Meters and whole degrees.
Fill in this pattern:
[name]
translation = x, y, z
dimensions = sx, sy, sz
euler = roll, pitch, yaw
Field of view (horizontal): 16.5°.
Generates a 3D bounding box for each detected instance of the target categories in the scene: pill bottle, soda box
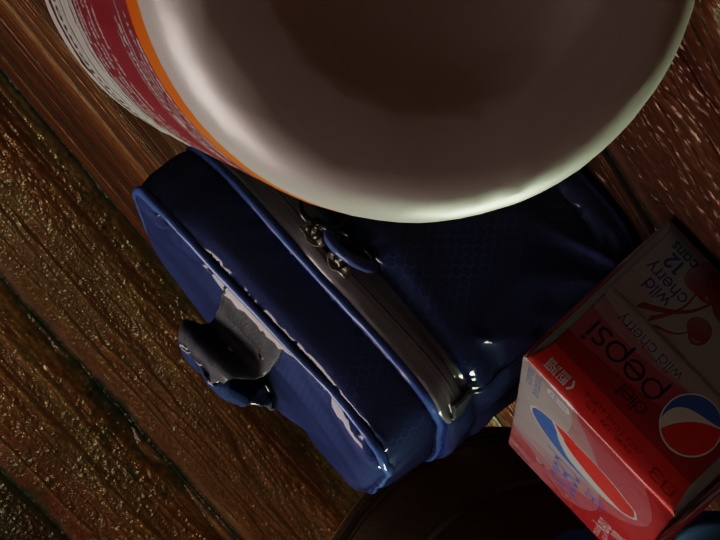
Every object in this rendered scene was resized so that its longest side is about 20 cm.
[pill bottle]
translation = -0.011, -0.077, 0.545
dimensions = 0.113, 0.113, 0.200
euler = 49, 174, -17
[soda box]
translation = 0.095, 0.048, 0.824
dimensions = 0.070, 0.063, 0.200
euler = 46, 173, 10

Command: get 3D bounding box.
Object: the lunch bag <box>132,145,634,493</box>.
[lunch bag]
translation = 0.000, 0.000, 0.857
dimensions = 0.136, 0.132, 0.200
euler = 47, 174, 7

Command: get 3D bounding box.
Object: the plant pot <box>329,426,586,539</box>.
[plant pot]
translation = 0.105, 0.202, 1.217
dimensions = 0.198, 0.200, 0.200
euler = 25, 158, 52

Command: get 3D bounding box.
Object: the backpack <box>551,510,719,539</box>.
[backpack]
translation = 0.144, 0.189, 0.968
dimensions = 0.200, 0.163, 0.168
euler = 49, 145, -14

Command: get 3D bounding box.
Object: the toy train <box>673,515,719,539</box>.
[toy train]
translation = 0.167, 0.124, 0.744
dimensions = 0.199, 0.085, 0.116
euler = 6, -164, 18
